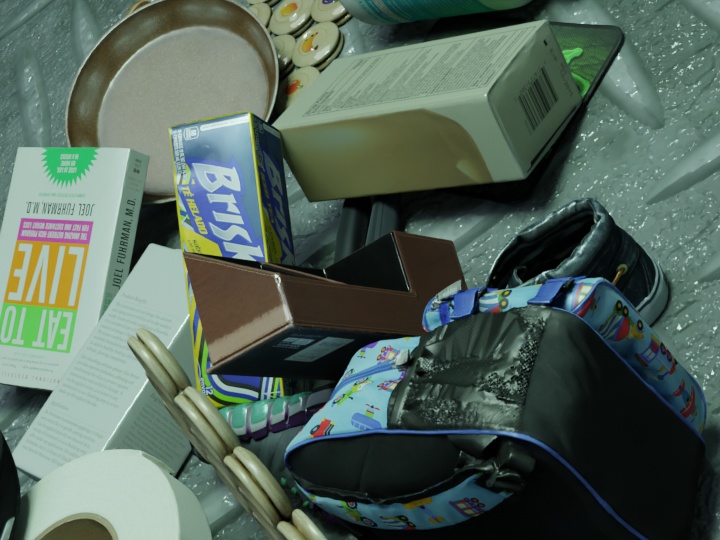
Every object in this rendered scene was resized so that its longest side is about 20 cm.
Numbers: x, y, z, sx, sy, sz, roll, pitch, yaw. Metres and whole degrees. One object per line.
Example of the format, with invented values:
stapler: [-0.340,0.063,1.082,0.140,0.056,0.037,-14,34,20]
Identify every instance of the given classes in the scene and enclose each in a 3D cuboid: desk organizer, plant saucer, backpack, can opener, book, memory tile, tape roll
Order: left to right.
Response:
book: [-0.243,0.000,1.285,0.133,0.048,0.201,3,81,38]
tape roll: [-0.179,0.208,0.978,0.202,0.037,0.203,-25,43,26]
plant saucer: [-0.156,-0.142,1.332,0.200,0.034,0.201,-8,65,19]
memory tile: [-0.066,0.127,0.929,0.017,0.153,0.200,-37,65,-11]
memory tile: [-0.069,-0.208,1.382,0.153,0.017,0.201,-6,53,39]
desk organizer: [-0.012,0.020,0.963,0.072,0.200,0.077,-29,68,33]
can opener: [0.000,0.000,1.106,0.063,0.079,0.200,-11,37,26]
backpack: [0.068,0.096,0.864,0.200,0.183,0.135,-10,51,42]

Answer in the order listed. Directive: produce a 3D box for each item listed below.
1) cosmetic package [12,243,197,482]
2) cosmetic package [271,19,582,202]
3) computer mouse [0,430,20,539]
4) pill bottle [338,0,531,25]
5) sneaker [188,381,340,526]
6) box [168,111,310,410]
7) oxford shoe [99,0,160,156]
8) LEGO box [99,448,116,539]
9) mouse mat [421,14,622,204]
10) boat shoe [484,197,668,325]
cosmetic package: [-0.162,0.086,1.166,0.101,0.071,0.200,14,67,48]
cosmetic package: [0.045,-0.111,1.120,0.200,0.071,0.105,-3,36,42]
computer mouse: [-0.278,0.205,1.015,0.140,0.046,0.201,-22,49,36]
pill bottle: [0.076,-0.254,1.215,0.200,0.111,0.111,2,58,43]
sneaker: [-0.046,0.128,1.030,0.200,0.074,0.088,-19,73,47]
box: [-0.084,-0.005,1.093,0.064,0.070,0.201,-10,82,14]
oxford shoe: [-0.184,-0.164,1.414,0.071,0.071,0.201,-14,58,24]
LEGO box: [-0.153,0.235,1.023,0.149,0.077,0.200,-47,38,-2]
mouse mat: [0.089,-0.127,1.176,0.200,0.008,0.161,15,68,47]
boat shoe: [0.091,0.042,0.959,0.200,0.091,0.071,-44,38,3]
